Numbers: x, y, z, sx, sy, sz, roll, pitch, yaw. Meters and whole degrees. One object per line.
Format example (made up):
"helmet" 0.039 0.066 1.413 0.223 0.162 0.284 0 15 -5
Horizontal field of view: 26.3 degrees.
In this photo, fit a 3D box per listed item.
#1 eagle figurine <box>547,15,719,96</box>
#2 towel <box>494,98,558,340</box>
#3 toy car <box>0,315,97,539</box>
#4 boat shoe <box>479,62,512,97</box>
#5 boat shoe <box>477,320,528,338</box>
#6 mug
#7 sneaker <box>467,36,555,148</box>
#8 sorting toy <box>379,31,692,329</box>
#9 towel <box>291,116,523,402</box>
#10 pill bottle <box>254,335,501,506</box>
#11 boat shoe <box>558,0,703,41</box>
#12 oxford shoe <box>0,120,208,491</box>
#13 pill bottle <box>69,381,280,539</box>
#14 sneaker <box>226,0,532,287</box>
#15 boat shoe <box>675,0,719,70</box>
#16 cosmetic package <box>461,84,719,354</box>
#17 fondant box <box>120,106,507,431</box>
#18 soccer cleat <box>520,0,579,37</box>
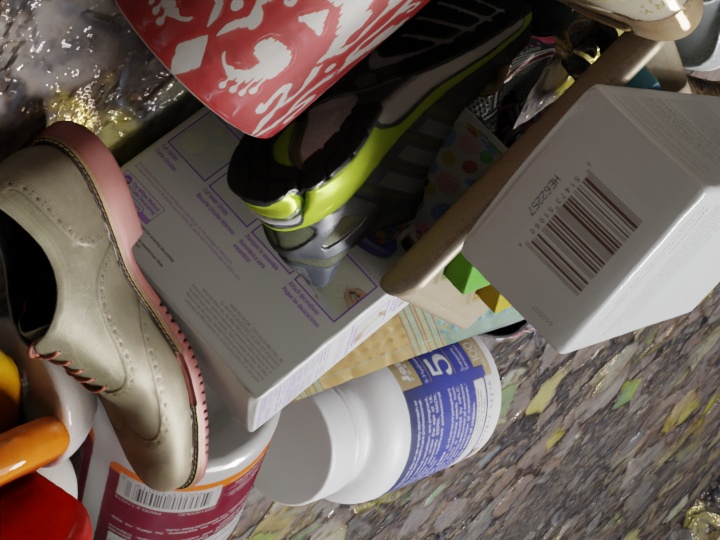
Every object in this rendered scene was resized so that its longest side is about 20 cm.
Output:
"eagle figurine" 0.207 -0.114 1.045 0.150 0.200 0.152 -15 140 -52
"towel" 0.126 -0.038 1.029 0.030 0.148 0.200 2 169 -20
"toy car" -0.201 0.133 0.790 0.174 0.150 0.201 -27 149 -40
"boat shoe" 0.052 -0.126 0.902 0.072 0.072 0.200 -37 165 -27
"boat shoe" 0.039 -0.025 0.972 0.074 0.063 0.201 -42 126 18
"mug" -0.022 -0.180 0.675 0.200 0.178 0.134 -43 -169 15
"sneaker" 0.078 -0.075 1.042 0.080 0.075 0.201 -12 137 -53
"sorting toy" 0.103 -0.040 0.798 0.185 0.036 0.200 -46 167 6
"towel" 0.000 0.000 0.930 0.199 0.022 0.147 -20 123 1
"pill bottle" 0.005 0.104 1.135 0.199 0.120 0.120 -13 139 -53
"boat shoe" 0.091 -0.162 0.732 0.071 0.200 0.064 -43 128 7
"oxford shoe" -0.136 0.032 0.758 0.075 0.070 0.201 -38 116 -40
"pill bottle" -0.120 0.116 0.936 0.114 0.114 0.200 -32 160 -32
"sneaker" 0.015 -0.074 0.776 0.200 0.074 0.081 -42 142 -25
"boat shoe" 0.176 -0.199 0.841 0.065 0.074 0.203 -35 133 -37
"cosmetic package" 0.139 -0.028 0.743 0.102 0.074 0.200 -50 163 21
"fondant box" -0.029 -0.033 0.826 0.200 0.144 0.058 -39 165 -19
"soccer cleat" 0.122 -0.231 0.860 0.081 0.067 0.201 5 106 -66
